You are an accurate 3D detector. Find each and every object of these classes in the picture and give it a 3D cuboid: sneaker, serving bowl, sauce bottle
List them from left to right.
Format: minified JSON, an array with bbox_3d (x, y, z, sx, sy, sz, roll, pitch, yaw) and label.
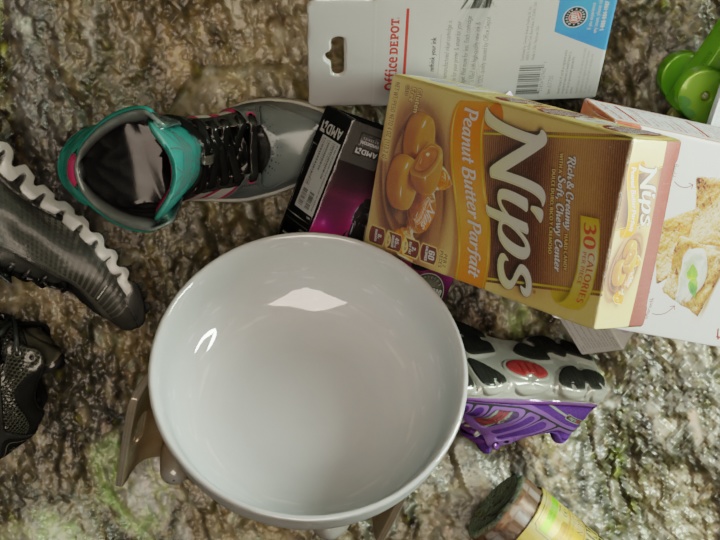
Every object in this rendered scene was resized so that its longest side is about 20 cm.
[{"bbox_3d":[-0.277,0.036,1.145,0.114,0.076,0.201,-25,103,0],"label":"sneaker"},{"bbox_3d":[-0.235,-0.019,1.131,0.200,0.066,0.091,46,76,-5],"label":"sneaker"},{"bbox_3d":[-0.109,-0.076,1.107,0.198,0.121,0.084,-8,101,-2],"label":"sneaker"},{"bbox_3d":[-0.033,0.077,1.045,0.198,0.066,0.201,1,60,-2],"label":"serving bowl"},{"bbox_3d":[0.080,0.091,1.146,0.199,0.081,0.084,11,119,-26],"label":"sneaker"},{"bbox_3d":[0.171,0.231,1.205,0.200,0.065,0.065,40,96,-10],"label":"sauce bottle"}]

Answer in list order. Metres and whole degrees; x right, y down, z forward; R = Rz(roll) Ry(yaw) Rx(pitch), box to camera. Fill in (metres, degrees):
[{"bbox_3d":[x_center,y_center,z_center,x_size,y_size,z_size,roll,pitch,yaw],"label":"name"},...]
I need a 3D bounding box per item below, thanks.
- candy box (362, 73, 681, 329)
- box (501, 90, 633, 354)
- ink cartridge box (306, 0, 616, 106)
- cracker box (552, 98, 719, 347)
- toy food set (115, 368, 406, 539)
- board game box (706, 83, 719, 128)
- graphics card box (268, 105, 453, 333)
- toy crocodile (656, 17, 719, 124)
[{"bbox_3d":[0.095,-0.047,1.026,0.055,0.199,0.116,-2,107,-44],"label":"candy box"},{"bbox_3d":[0.129,-0.030,1.137,0.201,0.041,0.039,56,50,-21],"label":"box"},{"bbox_3d":[0.062,-0.171,1.096,0.198,0.116,0.068,-2,58,-3],"label":"ink cartridge box"},{"bbox_3d":[0.223,-0.024,1.075,0.198,0.058,0.135,10,108,-17],"label":"cracker box"},{"bbox_3d":[-0.066,0.134,1.134,0.198,0.144,0.061,11,58,-5],"label":"toy food set"},{"bbox_3d":[0.316,-0.085,1.133,0.199,0.026,0.201,9,107,-24],"label":"board game box"},{"bbox_3d":[0.000,0.000,1.142,0.125,0.051,0.201,18,98,-29],"label":"graphics card box"},{"bbox_3d":[0.222,-0.091,1.148,0.061,0.068,0.201,29,100,-13],"label":"toy crocodile"}]
